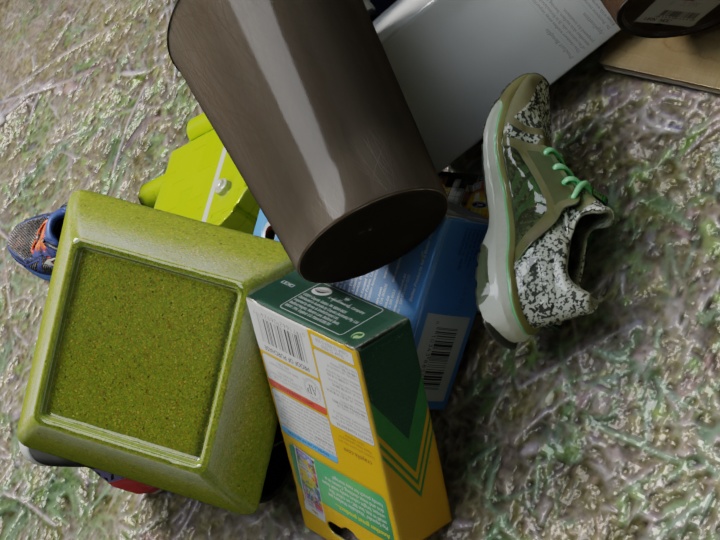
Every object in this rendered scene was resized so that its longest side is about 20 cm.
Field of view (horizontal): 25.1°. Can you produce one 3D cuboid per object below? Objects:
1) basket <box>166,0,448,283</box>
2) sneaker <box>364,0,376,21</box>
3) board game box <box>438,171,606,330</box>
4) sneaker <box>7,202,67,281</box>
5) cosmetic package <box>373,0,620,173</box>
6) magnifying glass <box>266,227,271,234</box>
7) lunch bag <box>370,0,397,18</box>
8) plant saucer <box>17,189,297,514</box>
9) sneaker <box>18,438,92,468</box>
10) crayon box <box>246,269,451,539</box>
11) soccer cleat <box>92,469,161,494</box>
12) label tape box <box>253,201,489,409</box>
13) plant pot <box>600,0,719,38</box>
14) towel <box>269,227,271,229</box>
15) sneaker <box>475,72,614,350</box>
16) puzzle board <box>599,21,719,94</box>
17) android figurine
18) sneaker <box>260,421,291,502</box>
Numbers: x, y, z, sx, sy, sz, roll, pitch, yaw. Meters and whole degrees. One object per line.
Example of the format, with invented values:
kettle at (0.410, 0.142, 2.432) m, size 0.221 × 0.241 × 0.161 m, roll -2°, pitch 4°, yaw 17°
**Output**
basket at (-0.032, -0.105, 1.105) m, size 0.200 × 0.136 × 0.180 m, roll 63°, pitch 157°, yaw 22°
sneaker at (-0.055, -0.196, 1.312) m, size 0.077 × 0.080 × 0.200 m, roll -34°, pitch 1°, yaw -34°
board game box at (0.083, -0.020, 1.200) m, size 0.200 × 0.023 × 0.105 m, roll 9°, pitch 76°, yaw 46°
sneaker at (-0.267, -0.034, 1.500) m, size 0.200 × 0.078 × 0.076 m, roll -1°, pitch 66°, yaw 43°
cosmetic package at (0.088, -0.174, 1.203) m, size 0.200 × 0.113 × 0.081 m, roll -35°, pitch 20°, yaw 23°
magnifying glass at (-0.130, 0.010, 1.373) m, size 0.200 × 0.022 × 0.080 m, roll -48°, pitch 45°, yaw 19°
lunch bag at (0.031, -0.269, 1.307) m, size 0.200 × 0.132 × 0.136 m, roll 5°, pitch 54°, yaw 41°
plant saucer at (-0.152, 0.059, 1.168) m, size 0.199 × 0.048 × 0.201 m, roll 15°, pitch 95°, yaw 14°
sneaker at (-0.185, 0.072, 1.271) m, size 0.099 × 0.071 × 0.201 m, roll 11°, pitch 70°, yaw 42°
crayon box at (-0.005, 0.110, 1.126) m, size 0.051 × 0.201 × 0.126 m, roll -29°, pitch 32°, yaw -30°
soccer cleat at (-0.144, 0.098, 1.308) m, size 0.200 × 0.076 × 0.067 m, roll -50°, pitch 43°, yaw 11°
label tape box at (0.000, 0.000, 1.204) m, size 0.200 × 0.066 × 0.144 m, roll 28°, pitch 105°, yaw 47°
plant pot at (0.204, -0.269, 1.110) m, size 0.187 × 0.187 × 0.201 m, roll -21°, pitch 68°, yaw 35°
towel at (-0.030, -0.123, 1.369) m, size 0.144 × 0.023 × 0.200 m, roll 24°, pitch 87°, yaw 46°
sneaker at (0.134, -0.044, 1.110) m, size 0.088 × 0.077 × 0.201 m, roll -7°, pitch 68°, yaw 26°
puzzle board at (0.274, -0.190, 1.119) m, size 0.200 × 0.017 × 0.151 m, roll 22°, pitch 82°, yaw 47°
android figurine at (-0.129, -0.067, 1.372) m, size 0.200 × 0.041 × 0.183 m, roll -21°, pitch 44°, yaw 45°
sneaker at (-0.093, 0.085, 1.221) m, size 0.099 × 0.071 × 0.201 m, roll 12°, pitch 113°, yaw 38°
